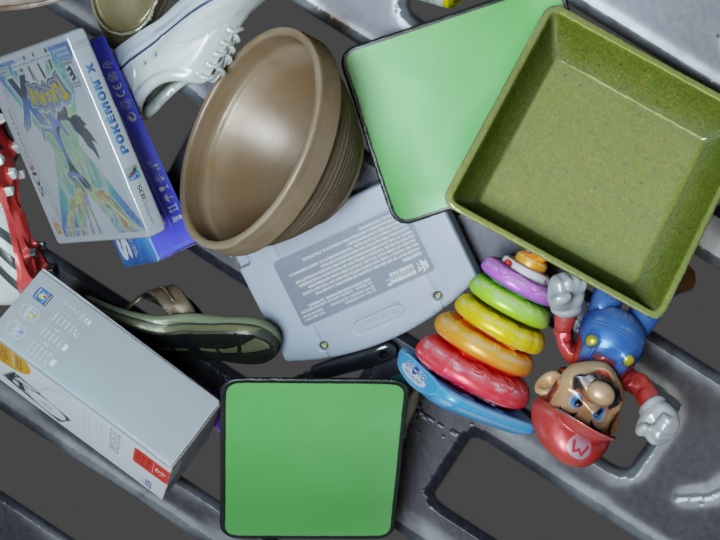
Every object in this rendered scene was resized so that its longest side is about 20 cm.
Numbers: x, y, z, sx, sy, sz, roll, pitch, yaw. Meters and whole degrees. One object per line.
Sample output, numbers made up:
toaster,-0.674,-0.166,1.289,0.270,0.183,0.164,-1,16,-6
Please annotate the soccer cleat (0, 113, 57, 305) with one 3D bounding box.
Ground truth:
soccer cleat,-0.350,-0.060,1.475,0.085,0.069,0.200,-12,105,12

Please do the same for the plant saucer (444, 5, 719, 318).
plant saucer,0.194,-0.086,1.303,0.200,0.048,0.200,29,76,0

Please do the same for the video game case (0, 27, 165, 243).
video game case,-0.255,-0.112,1.390,0.200,0.022,0.183,-2,113,57

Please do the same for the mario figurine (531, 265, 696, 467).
mario figurine,0.210,0.069,1.307,0.123,0.106,0.200,15,71,33

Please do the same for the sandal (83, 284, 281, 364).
sandal,-0.162,0.045,1.459,0.201,0.080,0.057,5,65,19

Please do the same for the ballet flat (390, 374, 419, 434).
ballet flat,-0.010,0.166,1.455,0.200,0.069,0.070,-34,94,21

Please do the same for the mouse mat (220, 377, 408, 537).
mouse mat,-0.043,0.168,1.400,0.161,0.008,0.200,1,128,-4

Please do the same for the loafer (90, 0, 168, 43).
loafer,-0.199,-0.295,1.376,0.076,0.067,0.200,15,107,10

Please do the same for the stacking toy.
stacking toy,0.127,0.030,1.355,0.110,0.116,0.200,23,100,-29

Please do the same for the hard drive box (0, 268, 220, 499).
hard drive box,-0.232,0.107,1.436,0.200,0.156,0.077,35,69,4

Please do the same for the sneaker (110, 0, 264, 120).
sneaker,-0.135,-0.200,1.382,0.200,0.073,0.071,-31,84,30

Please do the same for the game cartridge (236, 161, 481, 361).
game cartridge,0.000,0.000,1.420,0.200,0.042,0.133,-24,101,18

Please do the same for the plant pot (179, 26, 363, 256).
plant pot,-0.062,-0.099,1.356,0.093,0.201,0.201,22,113,-33

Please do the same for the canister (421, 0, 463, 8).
canister,-0.003,-0.280,1.292,0.200,0.149,0.087,18,107,7

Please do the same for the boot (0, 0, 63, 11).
boot,-0.343,-0.306,1.399,0.200,0.070,0.146,0,116,24

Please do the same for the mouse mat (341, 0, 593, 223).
mouse mat,0.099,-0.142,1.353,0.200,0.008,0.161,-18,98,4

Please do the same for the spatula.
spatula,-0.057,0.104,1.465,0.200,0.021,0.057,-23,119,14

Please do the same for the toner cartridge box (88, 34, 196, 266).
toner cartridge box,-0.220,-0.103,1.414,0.043,0.095,0.200,-28,99,-27
